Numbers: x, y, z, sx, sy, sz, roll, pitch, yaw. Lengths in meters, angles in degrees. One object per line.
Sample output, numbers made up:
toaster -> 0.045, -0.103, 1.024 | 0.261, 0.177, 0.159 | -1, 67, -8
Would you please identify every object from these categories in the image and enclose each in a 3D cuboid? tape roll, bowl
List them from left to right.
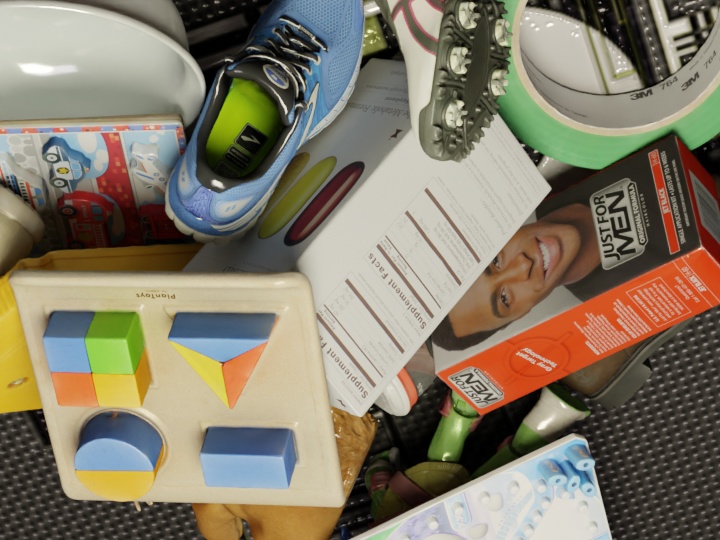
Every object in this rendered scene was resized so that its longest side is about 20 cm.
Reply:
bowl -> -0.194, -0.149, 1.438 | 0.199, 0.091, 0.201 | -1, 156, -1
tape roll -> 0.167, -0.163, 1.499 | 0.199, 0.048, 0.202 | -2, 123, -2

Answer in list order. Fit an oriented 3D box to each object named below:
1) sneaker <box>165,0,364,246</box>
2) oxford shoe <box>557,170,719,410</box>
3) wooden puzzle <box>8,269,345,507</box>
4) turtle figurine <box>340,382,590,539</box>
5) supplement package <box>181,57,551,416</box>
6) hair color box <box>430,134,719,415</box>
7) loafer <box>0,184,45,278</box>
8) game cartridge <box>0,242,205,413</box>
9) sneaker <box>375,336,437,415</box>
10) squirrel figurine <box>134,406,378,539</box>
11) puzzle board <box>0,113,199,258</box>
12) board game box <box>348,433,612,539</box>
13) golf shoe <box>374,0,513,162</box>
sneaker -> -0.049, -0.111, 1.442 | 0.078, 0.201, 0.089 | 28, 156, -2
oxford shoe -> 0.187, 0.007, 1.596 | 0.084, 0.073, 0.201 | 25, 118, -16
wooden puzzle -> -0.111, 0.082, 1.420 | 0.184, 0.046, 0.201 | 0, 131, 11
turtle figurine -> 0.080, 0.154, 1.662 | 0.199, 0.144, 0.195 | 25, 101, -37
supplement package -> 0.003, -0.024, 1.482 | 0.200, 0.113, 0.110 | -49, 120, -18
hair color box -> 0.141, 0.004, 1.533 | 0.199, 0.102, 0.061 | -28, 135, 22
loafer -> -0.290, -0.010, 1.514 | 0.199, 0.069, 0.076 | -12, 131, 43
game cartridge -> -0.202, 0.040, 1.529 | 0.176, 0.033, 0.200 | -4, 153, -49
sneaker -> 0.000, 0.000, 1.594 | 0.082, 0.077, 0.201 | -37, 116, -17
squirrel figurine -> -0.091, 0.113, 1.596 | 0.185, 0.142, 0.200 | 24, 157, 2
puzzle board -> -0.179, -0.033, 1.528 | 0.149, 0.018, 0.201 | -2, 145, 2
board game box -> 0.088, 0.230, 1.604 | 0.199, 0.026, 0.201 | -24, 127, -9
golf shoe -> 0.044, -0.162, 1.428 | 0.087, 0.202, 0.077 | -3, 166, 30
